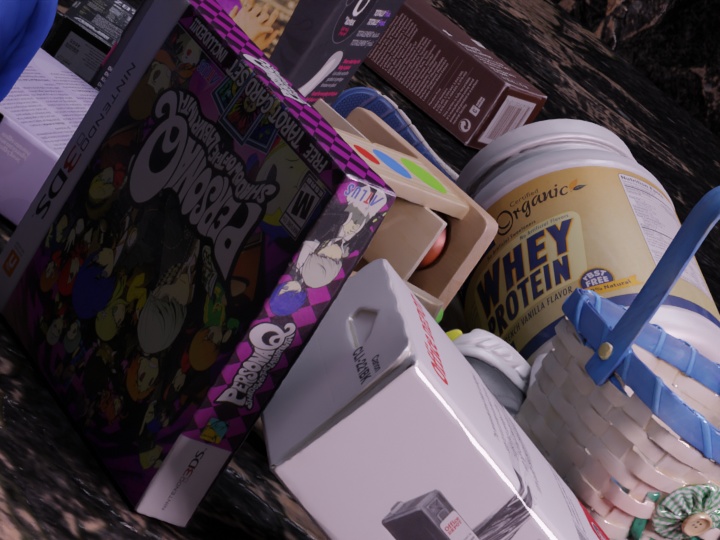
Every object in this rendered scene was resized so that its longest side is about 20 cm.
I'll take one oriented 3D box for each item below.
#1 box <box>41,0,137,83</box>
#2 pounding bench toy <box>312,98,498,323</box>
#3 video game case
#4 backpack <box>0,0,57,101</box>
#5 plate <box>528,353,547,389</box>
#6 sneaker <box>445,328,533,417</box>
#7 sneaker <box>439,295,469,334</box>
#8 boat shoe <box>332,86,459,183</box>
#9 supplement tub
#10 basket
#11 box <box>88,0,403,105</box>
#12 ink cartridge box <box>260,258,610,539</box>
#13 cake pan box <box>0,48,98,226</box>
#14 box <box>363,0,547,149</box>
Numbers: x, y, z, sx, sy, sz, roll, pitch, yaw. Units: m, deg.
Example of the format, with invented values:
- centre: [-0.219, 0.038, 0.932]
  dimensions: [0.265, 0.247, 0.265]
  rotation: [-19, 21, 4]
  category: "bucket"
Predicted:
- centre: [-0.116, -0.110, 2.003]
  dimensions: [0.200, 0.044, 0.160]
  rotation: [34, 12, -6]
  category: "box"
- centre: [0.000, 0.000, 1.698]
  dimensions: [0.200, 0.124, 0.156]
  rotation: [43, 14, 32]
  category: "pounding bench toy"
- centre: [-0.084, -0.012, 1.376]
  dimensions: [0.036, 0.182, 0.200]
  rotation: [21, 18, -38]
  category: "video game case"
- centre: [-0.247, -0.158, 1.509]
  dimensions: [0.200, 0.163, 0.168]
  rotation: [42, 24, 17]
  category: "backpack"
- centre: [0.171, 0.149, 1.628]
  dimensions: [0.200, 0.032, 0.200]
  rotation: [33, 37, -15]
  category: "plate"
- centre: [0.103, 0.122, 1.681]
  dimensions: [0.200, 0.074, 0.085]
  rotation: [38, 36, -11]
  category: "sneaker"
- centre: [0.023, -0.040, 1.923]
  dimensions: [0.200, 0.075, 0.085]
  rotation: [50, 51, -8]
  category: "sneaker"
- centre: [0.047, -0.036, 2.057]
  dimensions: [0.200, 0.072, 0.072]
  rotation: [58, -5, 8]
  category: "boat shoe"
- centre: [0.134, 0.019, 1.804]
  dimensions: [0.144, 0.144, 0.200]
  rotation: [27, 30, -35]
  category: "supplement tub"
- centre: [0.179, 0.063, 1.500]
  dimensions: [0.176, 0.200, 0.139]
  rotation: [24, 14, -39]
  category: "basket"
- centre: [-0.069, -0.134, 1.809]
  dimensions: [0.106, 0.200, 0.122]
  rotation: [38, 12, 12]
  category: "box"
- centre: [0.043, 0.110, 1.355]
  dimensions: [0.200, 0.084, 0.144]
  rotation: [52, 7, -17]
  category: "ink cartridge box"
- centre: [-0.205, -0.092, 1.677]
  dimensions: [0.184, 0.052, 0.200]
  rotation: [35, 11, 10]
  category: "cake pan box"
- centre: [0.065, -0.193, 2.763]
  dimensions: [0.200, 0.075, 0.100]
  rotation: [38, 12, 23]
  category: "box"
